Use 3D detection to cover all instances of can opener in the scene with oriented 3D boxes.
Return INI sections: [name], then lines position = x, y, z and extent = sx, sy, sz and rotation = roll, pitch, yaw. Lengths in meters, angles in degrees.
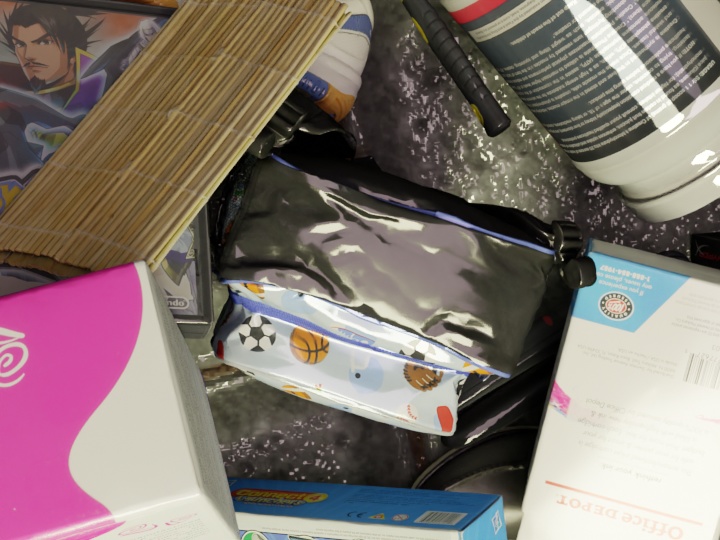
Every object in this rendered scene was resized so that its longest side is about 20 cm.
[can opener]
position = 0.131, 0.049, 0.857
extent = 0.199, 0.079, 0.064
rotation = -24, 111, -1

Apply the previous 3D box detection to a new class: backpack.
[backpack]
position = 0.000, 0.000, 0.749
extent = 0.199, 0.191, 0.155
rotation = 24, 97, -11

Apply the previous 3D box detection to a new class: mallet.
[mallet]
position = 0.025, -0.165, 0.761
extent = 0.041, 0.066, 0.201
rotation = -33, 79, -9

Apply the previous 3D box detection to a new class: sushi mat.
[sushi mat]
position = -0.090, -0.071, 0.646
extent = 0.201, 0.095, 0.012
rotation = -57, 145, -31

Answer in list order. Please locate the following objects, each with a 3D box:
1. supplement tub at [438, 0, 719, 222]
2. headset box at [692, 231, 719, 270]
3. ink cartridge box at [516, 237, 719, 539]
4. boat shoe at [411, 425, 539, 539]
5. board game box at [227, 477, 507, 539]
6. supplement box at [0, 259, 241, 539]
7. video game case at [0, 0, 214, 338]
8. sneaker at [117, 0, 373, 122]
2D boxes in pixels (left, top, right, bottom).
[supplement tub]
position = 0.152, -0.142, 0.794
extent = 0.140, 0.140, 0.200
rotation = -44, 105, -5
[headset box]
position = 0.276, 0.080, 0.852
extent = 0.074, 0.149, 0.202
rotation = -4, 99, -13
[ink cartridge box]
position = 0.164, 0.094, 0.796
extent = 0.114, 0.068, 0.202
rotation = 15, 100, 7
[boat shoe]
position = 0.131, 0.141, 0.869
extent = 0.200, 0.063, 0.074
rotation = -6, 101, -12
[board game box]
position = -0.005, 0.227, 0.783
extent = 0.056, 0.199, 0.198
rotation = -22, 108, -57
[supplement box]
position = -0.118, 0.081, 0.604
extent = 0.100, 0.200, 0.104
rotation = -14, 75, -5
[video game case]
position = -0.174, -0.057, 0.657
extent = 0.198, 0.026, 0.182
rotation = 3, 65, -18
[sneaker]
position = -0.086, -0.160, 0.777
extent = 0.199, 0.075, 0.089
rotation = 27, 69, -16
